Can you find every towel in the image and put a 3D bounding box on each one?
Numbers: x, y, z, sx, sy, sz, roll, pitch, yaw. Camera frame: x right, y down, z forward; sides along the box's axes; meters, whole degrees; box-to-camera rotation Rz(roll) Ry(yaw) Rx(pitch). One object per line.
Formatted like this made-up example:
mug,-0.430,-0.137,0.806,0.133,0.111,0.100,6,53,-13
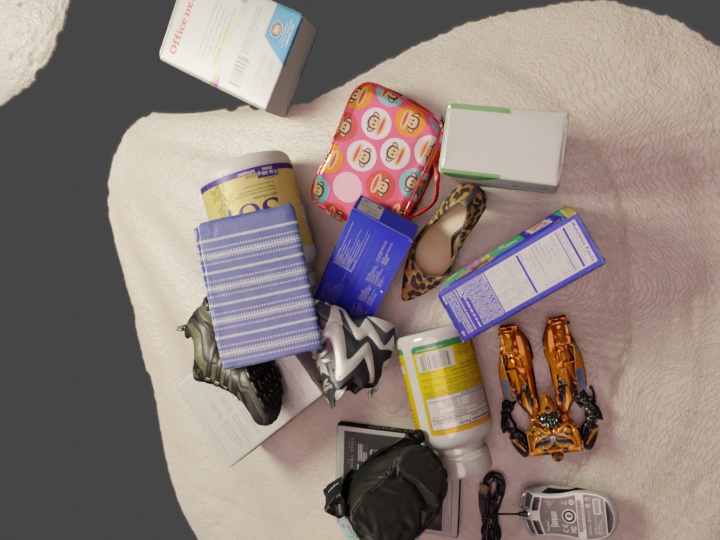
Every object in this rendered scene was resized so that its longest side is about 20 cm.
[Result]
towel,-0.139,0.021,0.910,0.141,0.024,0.205,-12,86,0

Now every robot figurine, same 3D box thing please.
robot figurine,0.259,0.172,0.949,0.142,0.058,0.205,-12,91,17

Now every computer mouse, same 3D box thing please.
computer mouse,0.269,0.349,0.972,0.196,0.044,0.112,-5,89,22

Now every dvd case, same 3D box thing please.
dvd case,0.056,0.319,1.037,0.195,0.025,0.154,3,95,15

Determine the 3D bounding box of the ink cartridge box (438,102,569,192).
ink cartridge box,0.188,-0.152,0.869,0.142,0.200,0.090,8,94,15

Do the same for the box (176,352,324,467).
box,-0.153,0.172,1.039,0.199,0.106,0.153,-38,83,16

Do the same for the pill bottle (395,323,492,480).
pill bottle,0.123,0.183,0.952,0.111,0.113,0.205,-15,85,16

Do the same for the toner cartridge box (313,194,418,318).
toner cartridge box,0.000,0.000,0.966,0.094,0.043,0.202,28,127,2

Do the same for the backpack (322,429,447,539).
backpack,0.030,0.322,0.932,0.165,0.200,0.128,-31,81,-24

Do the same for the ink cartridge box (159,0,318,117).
ink cartridge box,-0.184,-0.343,1.016,0.197,0.085,0.147,27,101,10

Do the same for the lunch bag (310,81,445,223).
lunch bag,0.038,-0.149,0.971,0.174,0.082,0.203,30,102,11

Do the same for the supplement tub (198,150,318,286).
supplement tub,-0.147,-0.060,0.998,0.143,0.145,0.204,-17,90,16

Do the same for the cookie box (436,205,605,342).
cookie box,0.209,-0.001,0.892,0.198,0.171,0.076,-31,90,15

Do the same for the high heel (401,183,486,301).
high heel,0.104,-0.034,0.931,0.071,0.142,0.202,37,103,9

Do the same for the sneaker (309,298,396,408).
sneaker,-0.053,0.119,0.937,0.195,0.080,0.132,17,68,-12

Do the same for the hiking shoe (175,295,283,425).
hiking shoe,-0.186,0.140,0.961,0.100,0.075,0.202,-39,74,24
